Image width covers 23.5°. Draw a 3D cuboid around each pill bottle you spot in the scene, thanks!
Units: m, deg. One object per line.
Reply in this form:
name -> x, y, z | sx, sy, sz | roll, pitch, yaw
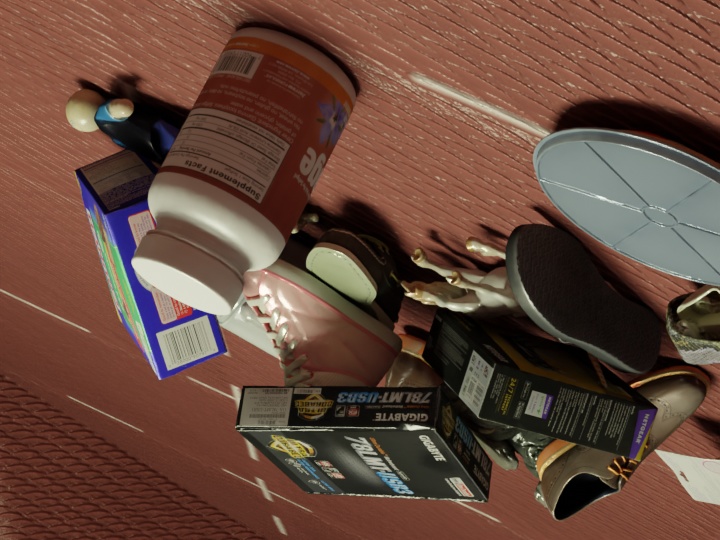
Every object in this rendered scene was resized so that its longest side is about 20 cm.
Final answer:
pill bottle -> -0.091, -0.073, 1.312 | 0.112, 0.201, 0.112 | 24, 164, 7

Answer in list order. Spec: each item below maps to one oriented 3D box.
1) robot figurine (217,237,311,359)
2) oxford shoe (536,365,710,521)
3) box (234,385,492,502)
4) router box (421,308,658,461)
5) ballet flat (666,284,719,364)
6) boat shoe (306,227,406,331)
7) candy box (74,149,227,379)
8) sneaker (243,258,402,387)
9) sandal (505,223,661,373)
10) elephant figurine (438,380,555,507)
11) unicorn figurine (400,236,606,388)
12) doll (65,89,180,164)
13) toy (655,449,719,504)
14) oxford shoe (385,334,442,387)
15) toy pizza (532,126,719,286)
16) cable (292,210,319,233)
robot figurine -> -0.088, 0.022, 1.750 | 0.199, 0.113, 0.170 | 31, -164, -14
oxford shoe -> 0.247, 0.163, 1.595 | 0.071, 0.073, 0.200 | 32, 123, -23
box -> 0.008, 0.166, 1.648 | 0.197, 0.050, 0.200 | 1, 155, 20
router box -> 0.155, 0.099, 1.547 | 0.156, 0.053, 0.200 | 16, -171, -16
ballet flat -> 0.298, 0.036, 1.302 | 0.072, 0.072, 0.200 | 33, 161, -23
boat shoe -> 0.000, 0.000, 1.644 | 0.071, 0.061, 0.201 | 20, 163, 19
candy box -> -0.203, -0.012, 1.644 | 0.200, 0.077, 0.170 | -138, 30, -68
sneaker -> -0.061, 0.063, 1.640 | 0.200, 0.105, 0.075 | 33, 165, -18
sandal -> 0.178, 0.031, 1.438 | 0.043, 0.077, 0.200 | 2, 151, 47
elephant figurine -> 0.151, 0.136, 1.721 | 0.199, 0.142, 0.155 | 26, 144, -11
unicorn figurine -> 0.128, 0.022, 1.524 | 0.137, 0.074, 0.200 | 24, -179, -27
doll -> -0.189, -0.122, 1.582 | 0.199, 0.049, 0.136 | 26, 174, 25
toy -> 0.397, 0.196, 1.662 | 0.199, 0.047, 0.115 | 8, 153, 38
oxford shoe -> 0.077, 0.144, 1.918 | 0.071, 0.073, 0.200 | 13, 159, 36
toy pizza -> 0.216, -0.050, 1.216 | 0.199, 0.032, 0.200 | 25, 163, 8
cable -> -0.134, -0.053, 1.674 | 0.097, 0.051, 0.199 | -3, 180, -39
